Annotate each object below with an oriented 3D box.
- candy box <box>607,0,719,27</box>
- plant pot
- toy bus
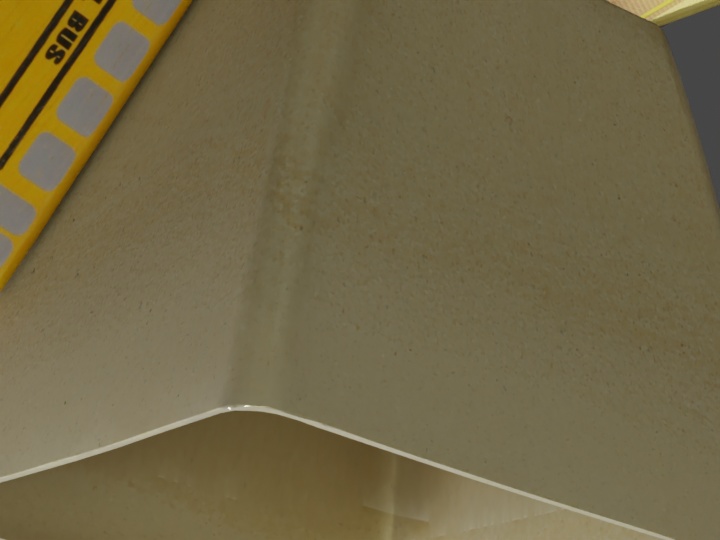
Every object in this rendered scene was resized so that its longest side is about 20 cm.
[{"bbox_3d":[0.151,-0.164,1.037,0.199,0.055,0.116,-20,94,1],"label":"candy box"},{"bbox_3d":[0.000,0.000,0.924,0.199,0.200,0.178,19,68,-33],"label":"plant pot"},{"bbox_3d":[-0.115,-0.065,0.901,0.078,0.065,0.201,33,91,-38],"label":"toy bus"}]
